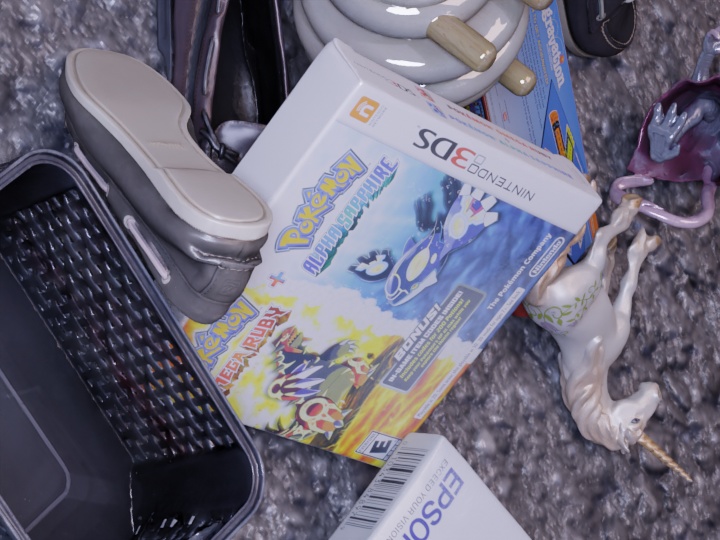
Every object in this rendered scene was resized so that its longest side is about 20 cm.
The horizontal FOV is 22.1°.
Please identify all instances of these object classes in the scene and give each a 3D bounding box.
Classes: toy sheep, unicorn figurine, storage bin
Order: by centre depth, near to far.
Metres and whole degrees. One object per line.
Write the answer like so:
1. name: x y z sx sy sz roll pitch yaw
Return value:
1. storage bin: -0.153 0.063 0.837 0.135 0.094 0.200 -45 110 -43
2. toy sheep: 0.029 -0.144 0.978 0.138 0.200 0.138 2 63 -4
3. unicorn figurine: 0.150 0.028 1.167 0.200 0.074 0.137 37 67 -38

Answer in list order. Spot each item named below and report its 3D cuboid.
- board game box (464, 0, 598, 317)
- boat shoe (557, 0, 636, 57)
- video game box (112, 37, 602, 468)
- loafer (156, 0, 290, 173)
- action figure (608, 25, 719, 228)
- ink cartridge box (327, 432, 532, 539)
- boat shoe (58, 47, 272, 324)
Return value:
1. board game box: 0.104 -0.082 1.143 0.103 0.019 0.200 -45 132 -41
2. boat shoe: 0.163 -0.191 1.204 0.200 0.063 0.073 47 54 -63
3. video game box: 0.000 0.000 0.949 0.182 0.200 0.047 23 23 -38
4. loafer: -0.067 -0.085 0.988 0.072 0.063 0.200 1 78 -45
5. action figure: 0.277 -0.086 1.311 0.149 0.134 0.200 -64 162 7
6. ink cartridge box: 0.038 0.226 0.989 0.200 0.041 0.200 50 62 -23
7. boat shoe: -0.105 -0.046 0.892 0.067 0.200 0.057 6 117 -33
